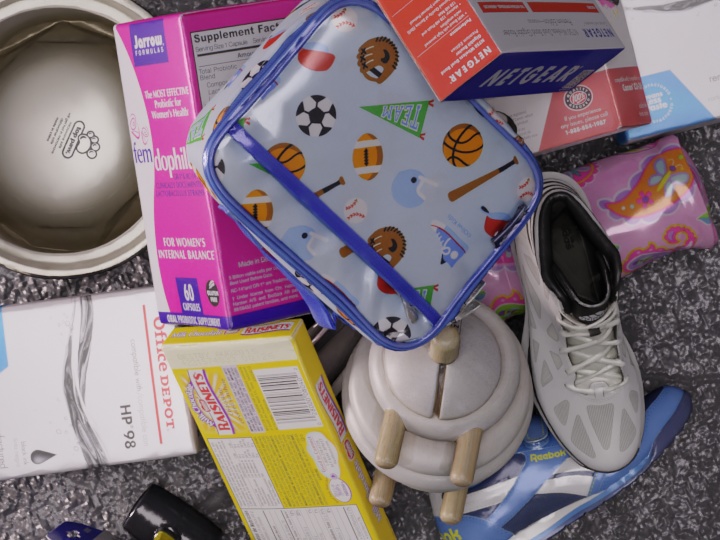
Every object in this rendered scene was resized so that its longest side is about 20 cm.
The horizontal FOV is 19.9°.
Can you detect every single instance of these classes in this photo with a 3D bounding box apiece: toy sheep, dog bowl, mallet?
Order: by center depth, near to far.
[{"bbox_3d":[0.050,0.081,1.322,0.136,0.200,0.139,2,69,-6],"label":"toy sheep"},{"bbox_3d":[-0.130,0.199,1.350,0.066,0.200,0.041,33,102,-8],"label":"mallet"},{"bbox_3d":[-0.202,-0.095,1.413,0.198,0.074,0.202,0,89,2],"label":"dog bowl"}]

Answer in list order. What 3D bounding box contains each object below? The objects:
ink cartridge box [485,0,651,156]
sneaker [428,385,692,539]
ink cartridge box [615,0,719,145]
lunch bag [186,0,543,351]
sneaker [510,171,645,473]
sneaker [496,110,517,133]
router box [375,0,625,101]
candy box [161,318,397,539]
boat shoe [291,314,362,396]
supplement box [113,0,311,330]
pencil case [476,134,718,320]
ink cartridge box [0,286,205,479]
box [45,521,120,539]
[{"bbox_3d":[0.107,-0.178,1.356,0.116,0.067,0.202,-14,90,28],"label":"ink cartridge box"},{"bbox_3d":[0.133,0.128,1.398,0.199,0.074,0.083,-33,86,1],"label":"sneaker"},{"bbox_3d":[0.209,-0.196,1.396,0.115,0.067,0.202,-14,90,4],"label":"ink cartridge box"},{"bbox_3d":[0.004,-0.052,1.207,0.200,0.076,0.161,43,84,-21],"label":"lunch bag"},{"bbox_3d":[0.136,0.042,1.301,0.075,0.115,0.202,-15,97,3],"label":"sneaker"},{"bbox_3d":[0.014,-0.093,1.276,0.198,0.074,0.081,-4,104,-29],"label":"sneaker"},{"bbox_3d":[0.060,-0.191,1.227,0.049,0.200,0.180,-36,79,26],"label":"router box"},{"bbox_3d":[-0.050,0.121,1.365,0.101,0.026,0.201,-3,124,30],"label":"candy box"},{"bbox_3d":[0.000,0.000,1.381,0.057,0.067,0.201,24,112,-18],"label":"boat shoe"},{"bbox_3d":[-0.081,-0.070,1.330,0.103,0.101,0.202,-11,97,-31],"label":"supplement box"},{"bbox_3d":[0.139,-0.021,1.395,0.198,0.087,0.088,-22,89,3],"label":"pencil case"},{"bbox_3d":[-0.173,0.073,1.407,0.198,0.067,0.117,-8,89,3],"label":"ink cartridge box"},{"bbox_3d":[-0.130,0.240,1.387,0.199,0.119,0.042,32,92,3],"label":"box"}]
